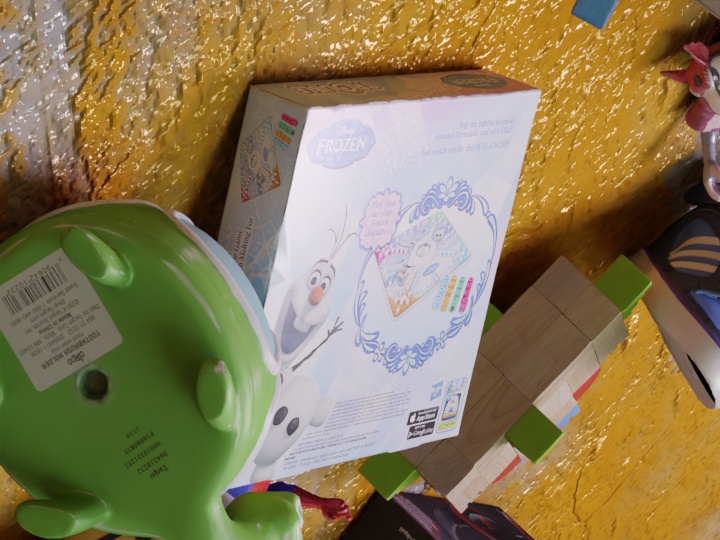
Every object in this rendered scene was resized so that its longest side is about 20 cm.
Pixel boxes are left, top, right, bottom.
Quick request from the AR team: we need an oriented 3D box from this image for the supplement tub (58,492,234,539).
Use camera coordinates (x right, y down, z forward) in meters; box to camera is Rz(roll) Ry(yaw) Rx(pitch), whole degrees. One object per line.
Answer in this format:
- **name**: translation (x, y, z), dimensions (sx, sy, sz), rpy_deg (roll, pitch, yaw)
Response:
- **supplement tub**: translation (-0.137, 0.212, 1.448), dimensions (0.200, 0.145, 0.145), rpy_deg (-33, 150, -28)

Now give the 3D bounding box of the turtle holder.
- **turtle holder**: translation (-0.089, 0.049, 1.261), dimensions (0.141, 0.185, 0.132), rpy_deg (-62, 172, 19)

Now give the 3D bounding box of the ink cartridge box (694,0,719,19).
- **ink cartridge box**: translation (0.286, -0.200, 1.517), dimensions (0.200, 0.145, 0.145), rpy_deg (-54, 153, 16)

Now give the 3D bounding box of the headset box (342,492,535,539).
- **headset box**: translation (0.076, 0.218, 1.770), dimensions (0.075, 0.149, 0.200), rpy_deg (-53, 153, 10)

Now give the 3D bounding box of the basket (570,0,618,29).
- **basket**: translation (0.157, -0.214, 1.289), dimensions (0.177, 0.139, 0.200), rpy_deg (-62, -179, 27)

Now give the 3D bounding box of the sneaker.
- **sneaker**: translation (0.245, 0.000, 1.695), dimensions (0.146, 0.081, 0.200), rpy_deg (-30, -163, 4)

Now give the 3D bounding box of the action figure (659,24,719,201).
- **action figure**: translation (0.266, -0.114, 1.654), dimensions (0.199, 0.134, 0.150), rpy_deg (18, 79, -35)

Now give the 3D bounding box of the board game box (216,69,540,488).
- **board game box**: translation (0.000, 0.000, 1.419), dimensions (0.199, 0.043, 0.200), rpy_deg (-8, 117, -52)

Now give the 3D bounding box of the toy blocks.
- **toy blocks**: translation (0.094, 0.075, 1.686), dimensions (0.200, 0.100, 0.137), rpy_deg (-46, 165, -3)

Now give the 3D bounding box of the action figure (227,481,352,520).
- **action figure**: translation (-0.031, 0.107, 1.522), dimensions (0.065, 0.099, 0.200), rpy_deg (-4, 133, -55)
